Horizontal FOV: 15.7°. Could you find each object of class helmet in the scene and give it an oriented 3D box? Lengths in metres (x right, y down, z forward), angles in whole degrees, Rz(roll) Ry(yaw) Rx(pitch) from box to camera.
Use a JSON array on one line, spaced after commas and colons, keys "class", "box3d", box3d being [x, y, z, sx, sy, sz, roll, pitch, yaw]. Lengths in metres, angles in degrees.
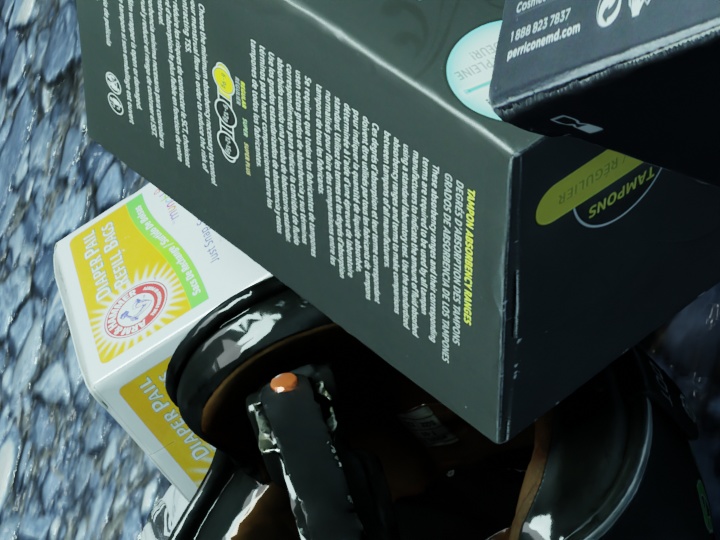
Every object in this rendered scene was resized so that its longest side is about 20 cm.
[{"class": "helmet", "box3d": [0.019, 0.105, 0.879, 0.191, 0.200, 0.200, 85, 179, -50]}]

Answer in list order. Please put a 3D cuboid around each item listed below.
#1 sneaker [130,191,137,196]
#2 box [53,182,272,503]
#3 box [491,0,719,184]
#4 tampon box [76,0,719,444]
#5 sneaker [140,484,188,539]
[{"class": "sneaker", "box3d": [-0.054, -0.028, 1.171, 0.200, 0.084, 0.075, -52, -7, -19]}, {"class": "box", "box3d": [0.000, 0.000, 0.981, 0.200, 0.113, 0.101, -32, 35, 6]}, {"class": "box", "box3d": [0.160, -0.117, 0.702, 0.117, 0.197, 0.200, -18, 59, 61]}, {"class": "tampon box", "box3d": [0.027, -0.075, 0.825, 0.200, 0.150, 0.126, 36, 146, 30]}, {"class": "sneaker", "box3d": [-0.045, 0.093, 1.128, 0.200, 0.075, 0.115, -95, 26, -77]}]
